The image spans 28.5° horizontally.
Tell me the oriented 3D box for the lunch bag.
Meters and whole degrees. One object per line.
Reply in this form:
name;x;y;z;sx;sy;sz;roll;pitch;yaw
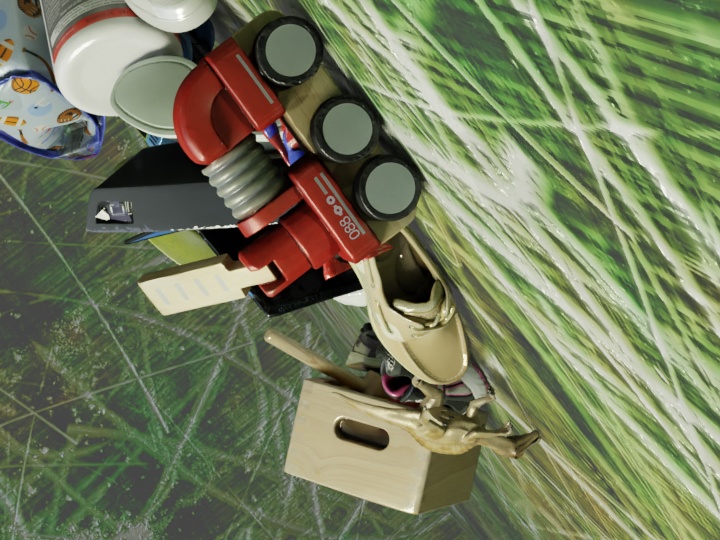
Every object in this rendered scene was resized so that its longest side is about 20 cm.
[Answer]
lunch bag;-0.317;-0.215;1.390;0.200;0.123;0.172;41;-143;-67

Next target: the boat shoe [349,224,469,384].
boat shoe;0.043;0.026;1.167;0.201;0.072;0.065;63;171;-32

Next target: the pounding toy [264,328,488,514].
pounding toy;0.010;0.155;1.492;0.198;0.144;0.184;14;-178;24

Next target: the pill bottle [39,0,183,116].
pill bottle;-0.233;-0.249;1.285;0.116;0.115;0.201;61;-170;-57

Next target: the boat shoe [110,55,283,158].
boat shoe;-0.121;-0.131;1.192;0.199;0.076;0.060;16;167;30

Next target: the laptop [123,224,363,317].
laptop;-0.084;-0.014;1.285;0.200;0.176;0.104;48;134;27

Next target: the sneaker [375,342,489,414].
sneaker;0.059;0.093;1.359;0.080;0.086;0.200;51;175;33

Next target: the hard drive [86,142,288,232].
hard drive;-0.125;-0.076;1.211;0.135;0.198;0.043;-54;-42;-59

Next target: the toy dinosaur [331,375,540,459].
toy dinosaur;0.065;0.135;1.269;0.198;0.059;0.101;14;145;6

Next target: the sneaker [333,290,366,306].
sneaker;0.000;0.000;1.420;0.099;0.078;0.200;40;-178;-21

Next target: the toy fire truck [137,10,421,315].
toy fire truck;-0.084;-0.058;0.999;0.177;0.199;0.129;53;174;-11

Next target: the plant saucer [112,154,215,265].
plant saucer;-0.164;-0.059;1.468;0.199;0.031;0.200;34;-157;-17

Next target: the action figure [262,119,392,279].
action figure;-0.041;-0.097;1.089;0.052;0.065;0.201;-25;-89;-55

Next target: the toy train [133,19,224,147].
toy train;-0.191;-0.198;1.378;0.086;0.115;0.200;5;-149;-41

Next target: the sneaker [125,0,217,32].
sneaker;-0.197;-0.288;1.165;0.200;0.073;0.116;51;178;29

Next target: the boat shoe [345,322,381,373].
boat shoe;0.037;0.082;1.571;0.071;0.067;0.201;9;173;-20
